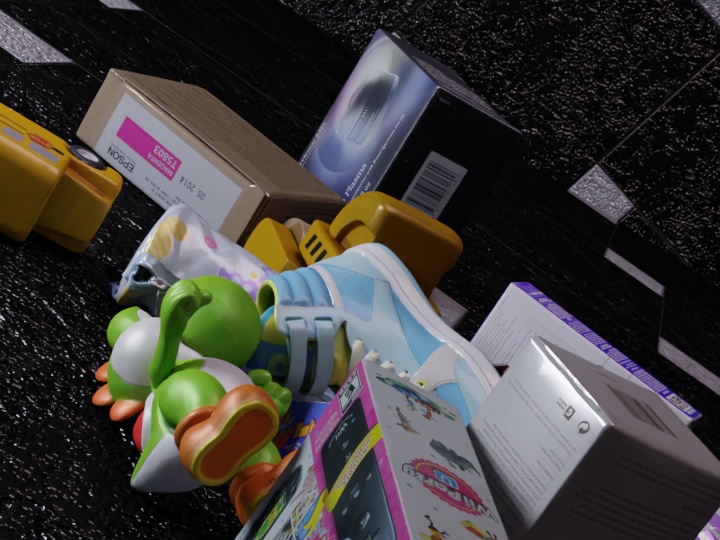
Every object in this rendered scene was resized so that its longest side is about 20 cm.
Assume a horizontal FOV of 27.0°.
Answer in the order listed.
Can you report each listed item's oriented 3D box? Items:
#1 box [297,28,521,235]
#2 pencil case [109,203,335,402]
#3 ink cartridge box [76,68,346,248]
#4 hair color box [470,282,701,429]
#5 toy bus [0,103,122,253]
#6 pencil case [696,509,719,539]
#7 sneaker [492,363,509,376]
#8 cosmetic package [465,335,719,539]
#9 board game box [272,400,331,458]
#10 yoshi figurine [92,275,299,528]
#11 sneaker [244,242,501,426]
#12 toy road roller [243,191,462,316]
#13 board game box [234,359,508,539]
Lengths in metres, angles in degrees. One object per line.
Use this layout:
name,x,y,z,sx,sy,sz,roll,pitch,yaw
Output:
box,0.041,-0.122,1.604,0.123,0.201,0.199,25,15,-27
pencil case,-0.072,0.036,1.040,0.199,0.084,0.091,33,0,-6
ink cartridge box,-0.133,-0.093,1.362,0.200,0.075,0.164,39,16,20
hair color box,0.188,0.112,1.330,0.200,0.110,0.065,39,13,18
toy bus,-0.266,-0.082,1.037,0.199,0.065,0.078,31,14,-12
pencil case,0.233,0.180,0.959,0.199,0.084,0.086,-24,69,-41
sneaker,0.116,0.120,1.184,0.080,0.087,0.199,45,17,34
cosmetic package,0.083,0.149,0.767,0.107,0.201,0.085,26,16,-36
board game box,0.046,0.143,0.912,0.199,0.045,0.134,30,-14,-19
yoshi figurine,-0.080,0.057,0.852,0.111,0.113,0.200,2,19,-30
sneaker,0.002,0.070,0.941,0.130,0.080,0.200,-11,45,-34
toy road roller,0.000,0.000,1.199,0.122,0.147,0.200,27,15,-27
board game box,-0.004,0.148,0.681,0.064,0.148,0.200,30,13,-17
